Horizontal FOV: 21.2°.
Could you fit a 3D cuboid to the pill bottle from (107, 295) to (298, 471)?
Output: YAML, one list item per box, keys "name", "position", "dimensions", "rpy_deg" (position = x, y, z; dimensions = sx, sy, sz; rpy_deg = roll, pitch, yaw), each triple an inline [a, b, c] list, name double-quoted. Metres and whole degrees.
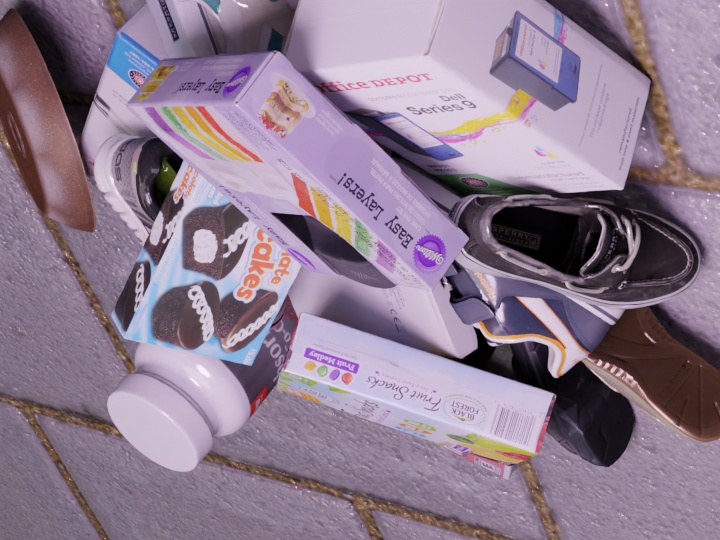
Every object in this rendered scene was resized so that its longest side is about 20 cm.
- name: "pill bottle"
  position: [-0.121, 0.069, 1.652]
  dimensions: [0.116, 0.200, 0.116]
  rpy_deg: [26, 147, 19]

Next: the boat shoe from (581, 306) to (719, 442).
- name: "boat shoe"
  position: [0.196, 0.054, 1.438]
  dimensions: [0.200, 0.072, 0.065]
  rpy_deg: [42, 170, 9]

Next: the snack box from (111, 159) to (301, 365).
- name: "snack box"
  position: [-0.093, -0.030, 1.437]
  dimensions: [0.116, 0.201, 0.037]
  rpy_deg: [14, -158, -35]

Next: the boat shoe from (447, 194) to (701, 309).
- name: "boat shoe"
  position: [0.156, -0.013, 1.307]
  dimensions: [0.199, 0.071, 0.064]
  rpy_deg: [6, 175, -26]

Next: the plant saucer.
- name: "plant saucer"
  position: [-0.277, -0.121, 1.632]
  dimensions: [0.200, 0.037, 0.201]
  rpy_deg: [159, 90, -76]

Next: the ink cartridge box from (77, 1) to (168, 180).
- name: "ink cartridge box"
  position: [-0.134, -0.117, 1.540]
  dimensions: [0.146, 0.084, 0.200]
  rpy_deg: [37, 149, 1]

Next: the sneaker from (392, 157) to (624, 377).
- name: "sneaker"
  position: [0.087, 0.002, 1.363]
  dimensions: [0.200, 0.080, 0.078]
  rpy_deg: [34, -174, -6]

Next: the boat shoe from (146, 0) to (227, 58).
- name: "boat shoe"
  position: [-0.118, -0.217, 1.413]
  dimensions: [0.071, 0.070, 0.201]
  rpy_deg: [-12, 99, 64]

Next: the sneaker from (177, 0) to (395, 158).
- name: "sneaker"
  position: [-0.055, -0.146, 1.380]
  dimensions: [0.200, 0.093, 0.070]
  rpy_deg: [56, -175, -14]

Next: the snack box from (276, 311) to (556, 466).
- name: "snack box"
  position: [0.039, 0.093, 1.471]
  dimensions: [0.199, 0.053, 0.142]
  rpy_deg: [19, 169, -1]

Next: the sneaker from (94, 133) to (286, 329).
- name: "sneaker"
  position: [-0.120, -0.029, 1.490]
  dimensions: [0.200, 0.074, 0.087]
  rpy_deg: [51, 151, -18]

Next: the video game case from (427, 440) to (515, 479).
- name: "video game case"
  position: [0.046, 0.109, 1.666]
  dimensions: [0.199, 0.017, 0.143]
  rpy_deg: [26, 158, 12]

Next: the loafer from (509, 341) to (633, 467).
- name: "loafer"
  position: [0.145, 0.075, 1.516]
  dimensions: [0.072, 0.073, 0.200]
  rpy_deg: [11, 138, 44]

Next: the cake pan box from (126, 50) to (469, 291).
- name: "cake pan box"
  position: [-0.042, -0.066, 1.293]
  dimensions: [0.200, 0.052, 0.184]
  rpy_deg: [43, 166, -26]

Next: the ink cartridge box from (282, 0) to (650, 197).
- name: "ink cartridge box"
  position: [0.068, -0.125, 1.253]
  dimensions: [0.145, 0.088, 0.200]
  rpy_deg: [-1, 155, 47]

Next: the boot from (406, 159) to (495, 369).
- name: "boot"
  position: [0.022, -0.014, 1.527]
  dimensions: [0.153, 0.074, 0.204]
  rpy_deg: [17, 141, 36]

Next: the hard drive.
- name: "hard drive"
  position: [0.000, 0.000, 1.484]
  dimensions: [0.200, 0.026, 0.132]
  rpy_deg: [4, 121, 55]
